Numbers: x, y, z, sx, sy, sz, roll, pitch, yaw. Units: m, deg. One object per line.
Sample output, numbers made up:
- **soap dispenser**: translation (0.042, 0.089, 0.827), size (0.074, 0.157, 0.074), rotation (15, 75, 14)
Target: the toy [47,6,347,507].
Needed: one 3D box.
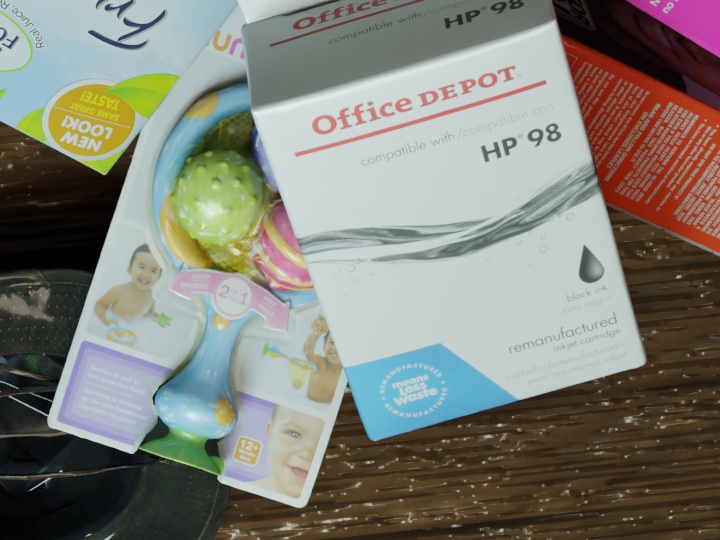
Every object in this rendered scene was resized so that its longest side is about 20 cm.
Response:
- **toy**: translation (-0.042, -0.014, 0.929), size (0.114, 0.047, 0.202), rotation (19, 90, -11)

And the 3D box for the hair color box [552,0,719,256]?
- **hair color box**: translation (0.102, -0.076, 0.938), size (0.199, 0.102, 0.061), rotation (23, 118, -22)

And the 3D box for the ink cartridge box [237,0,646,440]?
- **ink cartridge box**: translation (0.027, -0.043, 0.849), size (0.115, 0.067, 0.201), rotation (-16, 125, 5)

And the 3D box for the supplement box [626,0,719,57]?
- **supplement box**: translation (0.126, -0.162, 0.884), size (0.199, 0.102, 0.104), rotation (29, 116, -23)

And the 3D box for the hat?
- **hat**: translation (-0.151, 0.065, 1.008), size (0.199, 0.081, 0.202), rotation (-8, 125, -11)

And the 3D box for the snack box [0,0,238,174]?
- **snack box**: translation (-0.112, -0.157, 0.869), size (0.168, 0.068, 0.200), rotation (27, 118, -30)
